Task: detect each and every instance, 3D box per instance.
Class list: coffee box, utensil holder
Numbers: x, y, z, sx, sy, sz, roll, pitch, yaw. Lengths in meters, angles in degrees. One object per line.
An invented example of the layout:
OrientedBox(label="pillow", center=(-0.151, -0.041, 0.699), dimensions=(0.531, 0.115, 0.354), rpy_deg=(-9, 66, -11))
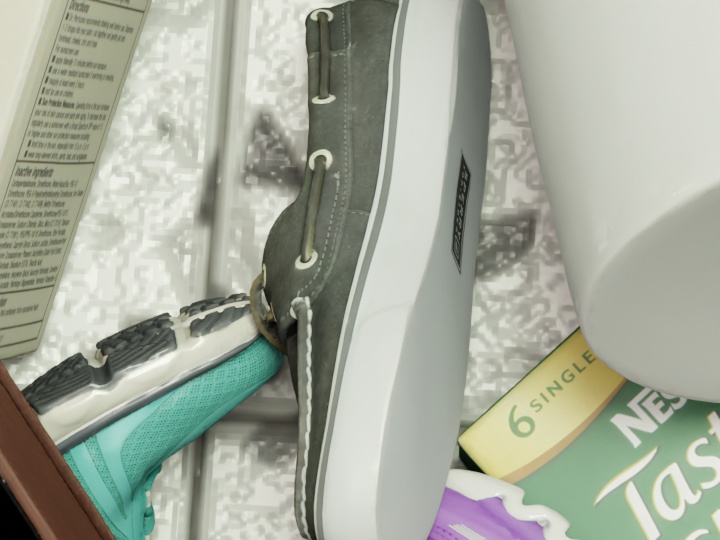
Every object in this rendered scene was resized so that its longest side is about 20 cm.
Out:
OrientedBox(label="coffee box", center=(0.135, 0.084, 0.777), dimensions=(0.123, 0.044, 0.200), rpy_deg=(-41, 80, -2))
OrientedBox(label="utensil holder", center=(0.117, -0.087, 0.715), dimensions=(0.169, 0.170, 0.201), rpy_deg=(-10, 62, 4))

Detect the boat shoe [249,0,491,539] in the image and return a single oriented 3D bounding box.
OrientedBox(label="boat shoe", center=(0.000, 0.000, 0.770), dimensions=(0.056, 0.069, 0.201), rpy_deg=(-2, 52, 15))

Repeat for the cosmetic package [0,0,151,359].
OrientedBox(label="cosmetic package", center=(-0.115, -0.080, 0.778), dimensions=(0.087, 0.103, 0.201), rpy_deg=(20, 94, 10))

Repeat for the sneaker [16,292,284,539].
OrientedBox(label="sneaker", center=(-0.095, 0.084, 0.795), dimensions=(0.200, 0.078, 0.080), rpy_deg=(-43, 98, 3))

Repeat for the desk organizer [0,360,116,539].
OrientedBox(label="desk organizer", center=(-0.077, 0.132, 0.733), dimensions=(0.072, 0.077, 0.200), rpy_deg=(-31, 106, 0))

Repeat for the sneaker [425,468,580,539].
OrientedBox(label="sneaker", center=(0.045, 0.150, 0.738), dimensions=(0.088, 0.081, 0.201), rpy_deg=(-19, 70, -29))
